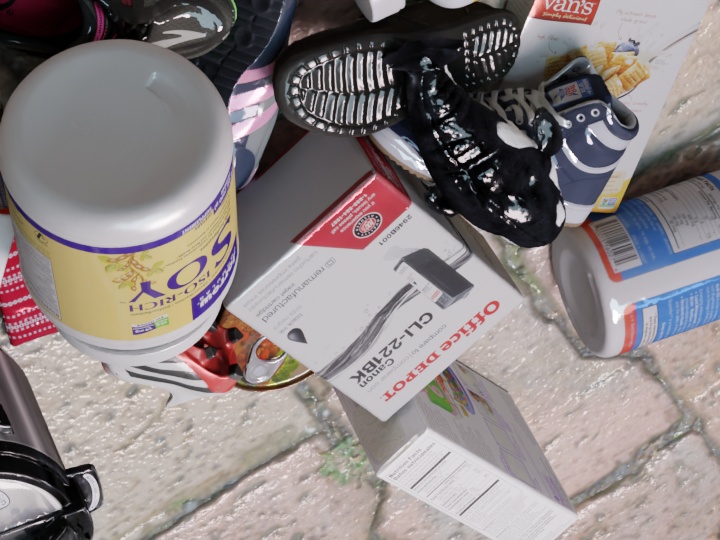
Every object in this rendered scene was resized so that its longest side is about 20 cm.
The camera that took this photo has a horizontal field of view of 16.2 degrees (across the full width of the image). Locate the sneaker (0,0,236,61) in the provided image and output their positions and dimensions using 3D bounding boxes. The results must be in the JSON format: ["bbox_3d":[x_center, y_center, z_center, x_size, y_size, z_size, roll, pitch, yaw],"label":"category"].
[{"bbox_3d":[-0.172,-0.159,1.620,0.199,0.084,0.077,2,122,-26],"label":"sneaker"}]

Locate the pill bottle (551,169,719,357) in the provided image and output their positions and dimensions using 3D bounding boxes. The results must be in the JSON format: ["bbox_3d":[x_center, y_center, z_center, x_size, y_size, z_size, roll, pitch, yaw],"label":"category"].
[{"bbox_3d":[0.259,-0.013,1.961,0.199,0.112,0.112,-17,134,-13],"label":"pill bottle"}]

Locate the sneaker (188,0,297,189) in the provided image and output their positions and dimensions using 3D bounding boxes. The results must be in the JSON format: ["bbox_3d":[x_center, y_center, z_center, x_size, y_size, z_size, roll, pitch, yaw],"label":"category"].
[{"bbox_3d":[-0.080,-0.140,1.720,0.082,0.070,0.200,-20,138,-57],"label":"sneaker"}]

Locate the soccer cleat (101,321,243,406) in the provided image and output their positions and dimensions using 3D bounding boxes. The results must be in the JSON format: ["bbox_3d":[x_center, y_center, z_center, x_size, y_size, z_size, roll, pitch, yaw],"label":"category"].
[{"bbox_3d":[-0.167,0.038,1.790,0.085,0.069,0.200,-26,136,30],"label":"soccer cleat"}]

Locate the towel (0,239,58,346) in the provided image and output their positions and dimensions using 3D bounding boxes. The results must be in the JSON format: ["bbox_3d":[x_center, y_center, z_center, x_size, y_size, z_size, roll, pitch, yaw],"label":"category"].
[{"bbox_3d":[-0.192,-0.039,1.766,0.144,0.023,0.200,-17,134,-13],"label":"towel"}]

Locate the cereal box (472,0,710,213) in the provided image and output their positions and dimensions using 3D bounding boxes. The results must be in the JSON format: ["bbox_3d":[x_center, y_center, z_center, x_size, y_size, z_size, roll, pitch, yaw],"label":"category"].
[{"bbox_3d":[0.156,-0.135,1.849,0.143,0.040,0.200,2,127,-25],"label":"cereal box"}]

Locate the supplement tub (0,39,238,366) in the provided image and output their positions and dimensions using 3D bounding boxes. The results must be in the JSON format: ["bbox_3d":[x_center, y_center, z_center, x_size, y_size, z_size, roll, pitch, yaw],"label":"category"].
[{"bbox_3d":[-0.151,-0.038,1.618,0.145,0.146,0.200,-20,153,-11],"label":"supplement tub"}]

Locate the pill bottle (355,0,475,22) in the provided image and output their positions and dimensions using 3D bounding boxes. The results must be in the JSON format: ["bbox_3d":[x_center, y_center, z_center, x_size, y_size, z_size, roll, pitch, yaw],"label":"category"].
[{"bbox_3d":[0.081,-0.241,1.667,0.200,0.112,0.112,-25,136,-5],"label":"pill bottle"}]

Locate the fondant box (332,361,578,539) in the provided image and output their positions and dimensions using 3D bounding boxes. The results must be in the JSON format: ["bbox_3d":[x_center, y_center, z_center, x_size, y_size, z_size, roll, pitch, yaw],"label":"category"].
[{"bbox_3d":[0.067,0.126,1.960,0.058,0.144,0.200,-42,135,15],"label":"fondant box"}]

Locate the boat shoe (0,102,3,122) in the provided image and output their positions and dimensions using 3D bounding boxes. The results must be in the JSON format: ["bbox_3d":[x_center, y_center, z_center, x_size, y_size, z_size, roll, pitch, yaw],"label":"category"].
[{"bbox_3d":[-0.322,-0.107,1.602,0.202,0.075,0.075,-5,124,-23],"label":"boat shoe"}]

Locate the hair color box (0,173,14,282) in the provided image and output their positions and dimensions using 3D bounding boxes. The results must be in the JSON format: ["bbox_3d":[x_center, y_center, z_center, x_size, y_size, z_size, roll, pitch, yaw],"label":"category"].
[{"bbox_3d":[-0.336,-0.017,1.668,0.199,0.064,0.111,6,125,-22],"label":"hair color box"}]

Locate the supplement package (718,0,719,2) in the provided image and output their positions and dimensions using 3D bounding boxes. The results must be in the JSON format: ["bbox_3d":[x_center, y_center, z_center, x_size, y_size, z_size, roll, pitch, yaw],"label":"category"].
[{"bbox_3d":[0.274,-0.257,1.752,0.117,0.117,0.200,-38,135,7],"label":"supplement package"}]

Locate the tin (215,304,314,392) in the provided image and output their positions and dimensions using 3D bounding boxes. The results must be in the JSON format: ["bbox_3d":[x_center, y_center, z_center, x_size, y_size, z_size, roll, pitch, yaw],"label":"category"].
[{"bbox_3d":[-0.047,0.003,1.868,0.112,0.042,0.200,10,122,-29],"label":"tin"}]

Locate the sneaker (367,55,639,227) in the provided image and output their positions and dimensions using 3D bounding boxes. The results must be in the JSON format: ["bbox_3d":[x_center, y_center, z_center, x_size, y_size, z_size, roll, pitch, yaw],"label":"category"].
[{"bbox_3d":[0.104,-0.107,1.778,0.200,0.070,0.109,18,124,-29],"label":"sneaker"}]

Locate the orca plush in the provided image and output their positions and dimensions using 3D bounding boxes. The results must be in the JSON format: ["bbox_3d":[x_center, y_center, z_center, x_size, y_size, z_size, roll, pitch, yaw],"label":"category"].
[{"bbox_3d":[0.090,-0.073,1.709,0.105,0.071,0.200,-20,132,1],"label":"orca plush"}]

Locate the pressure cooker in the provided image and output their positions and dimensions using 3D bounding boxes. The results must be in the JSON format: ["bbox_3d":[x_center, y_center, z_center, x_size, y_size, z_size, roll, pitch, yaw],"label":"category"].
[{"bbox_3d":[-0.286,0.160,1.764,0.178,0.200,0.176,24,115,-39],"label":"pressure cooker"}]

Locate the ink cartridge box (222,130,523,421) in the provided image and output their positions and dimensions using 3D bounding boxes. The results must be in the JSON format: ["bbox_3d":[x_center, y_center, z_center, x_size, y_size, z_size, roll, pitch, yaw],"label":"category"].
[{"bbox_3d":[0.000,0.000,1.806,0.144,0.084,0.200,-42,136,10],"label":"ink cartridge box"}]

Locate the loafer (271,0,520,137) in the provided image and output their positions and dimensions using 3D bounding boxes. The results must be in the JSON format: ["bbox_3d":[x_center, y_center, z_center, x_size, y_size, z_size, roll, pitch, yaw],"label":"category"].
[{"bbox_3d":[0.015,-0.143,1.729,0.200,0.071,0.073,-14,123,-35],"label":"loafer"}]
